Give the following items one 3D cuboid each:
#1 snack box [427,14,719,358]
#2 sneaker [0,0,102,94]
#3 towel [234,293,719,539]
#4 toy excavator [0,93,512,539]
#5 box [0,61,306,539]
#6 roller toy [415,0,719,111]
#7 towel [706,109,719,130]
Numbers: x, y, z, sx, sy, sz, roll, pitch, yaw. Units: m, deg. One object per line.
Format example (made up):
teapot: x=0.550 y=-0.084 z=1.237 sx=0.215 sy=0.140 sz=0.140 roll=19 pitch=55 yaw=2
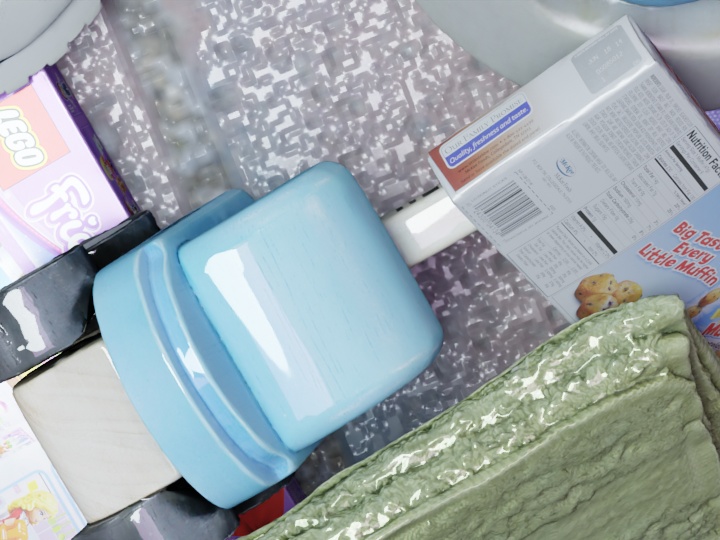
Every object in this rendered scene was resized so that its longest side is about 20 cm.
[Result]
snack box: x=0.096 y=-0.004 z=0.880 sx=0.072 sy=0.200 sz=0.024 roll=-35 pitch=53 yaw=9
sneaker: x=-0.149 y=-0.091 z=0.898 sx=0.200 sy=0.081 sz=0.076 roll=-43 pitch=66 yaw=-16
towel: x=0.035 y=0.091 z=0.898 sx=0.200 sy=0.148 sz=0.037 roll=-34 pitch=55 yaw=-2
toy excavator: x=0.000 y=0.000 z=0.887 sx=0.200 sy=0.194 sz=0.100 roll=-27 pitch=94 yaw=17
box: x=-0.114 y=0.048 z=0.956 sx=0.137 sy=0.039 sz=0.200 roll=-29 pitch=94 yaw=3
roller toy: x=0.095 y=-0.152 z=0.853 sx=0.200 sy=0.140 sz=0.182 roll=-39 pitch=79 yaw=-16
towel: x=0.205 y=-0.066 z=0.944 sx=0.199 sy=0.024 sz=0.147 roll=4 pitch=96 yaw=1
